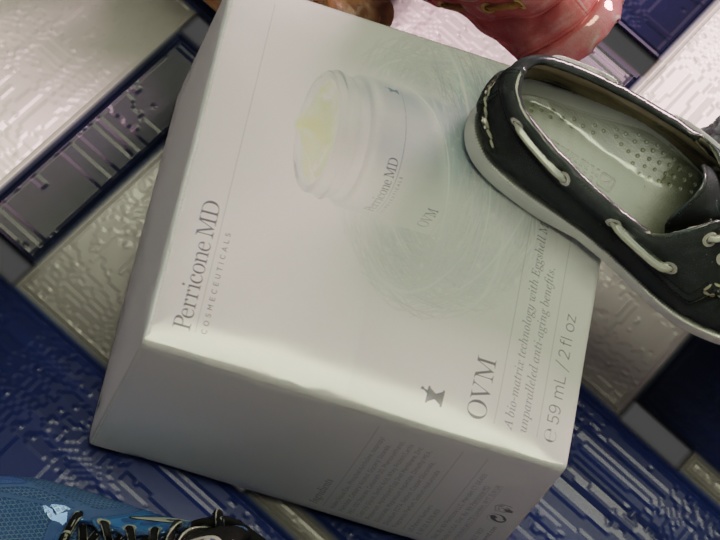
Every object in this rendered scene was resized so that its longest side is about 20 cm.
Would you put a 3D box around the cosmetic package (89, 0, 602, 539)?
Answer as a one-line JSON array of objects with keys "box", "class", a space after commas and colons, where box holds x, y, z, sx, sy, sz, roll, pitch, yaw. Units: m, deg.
[{"box": [0.000, 0.000, 1.330, 0.200, 0.123, 0.200, 16, 60, -8], "class": "cosmetic package"}]

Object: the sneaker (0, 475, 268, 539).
[{"box": [-0.088, 0.129, 1.253, 0.200, 0.089, 0.079, 18, 59, -8], "class": "sneaker"}]

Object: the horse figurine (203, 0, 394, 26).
[{"box": [-0.042, -0.147, 1.404, 0.200, 0.133, 0.050, 30, 68, 14], "class": "horse figurine"}]

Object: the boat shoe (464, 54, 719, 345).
[{"box": [0.140, -0.028, 1.283, 0.200, 0.060, 0.076, 27, 66, -5], "class": "boat shoe"}]

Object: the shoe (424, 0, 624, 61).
[{"box": [0.064, -0.139, 1.398, 0.071, 0.200, 0.091, -44, 100, -6], "class": "shoe"}]

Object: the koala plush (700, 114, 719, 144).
[{"box": [0.252, 0.008, 1.391, 0.177, 0.184, 0.200, -13, 80, -23], "class": "koala plush"}]
